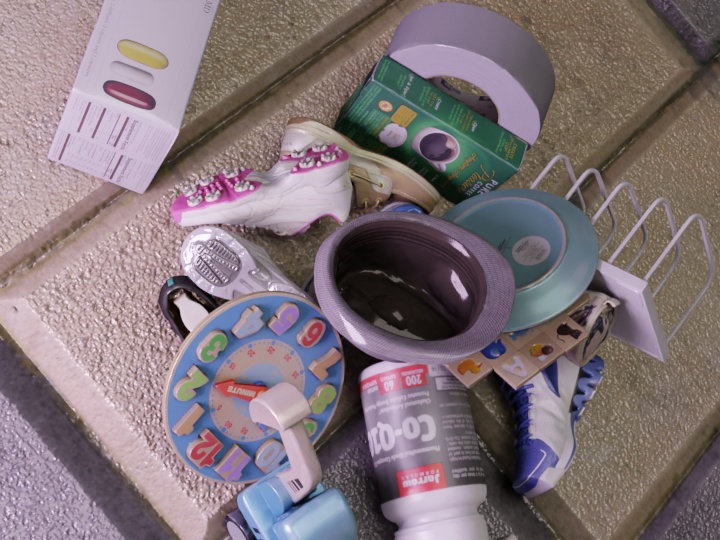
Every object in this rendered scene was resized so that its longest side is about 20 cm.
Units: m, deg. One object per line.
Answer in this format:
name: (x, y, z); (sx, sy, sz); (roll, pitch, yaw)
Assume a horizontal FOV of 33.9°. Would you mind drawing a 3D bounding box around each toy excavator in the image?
toy excavator: (-0.057, 0.212, 1.115); (0.099, 0.200, 0.196); (-28, 84, -30)

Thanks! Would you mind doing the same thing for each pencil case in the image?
pencil case: (0.186, 0.028, 1.286); (0.199, 0.090, 0.077); (29, 30, 34)

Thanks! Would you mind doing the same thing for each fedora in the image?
fedora: (0.047, 0.032, 1.176); (0.197, 0.091, 0.178); (14, 54, 1)

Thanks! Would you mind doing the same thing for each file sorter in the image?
file sorter: (0.278, -0.022, 1.318); (0.199, 0.139, 0.125); (30, 72, 39)

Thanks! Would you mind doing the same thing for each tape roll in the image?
tape roll: (0.119, -0.210, 1.352); (0.199, 0.200, 0.067); (29, 62, -12)

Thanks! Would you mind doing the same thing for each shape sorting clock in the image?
shape sorting clock: (-0.100, 0.117, 1.151); (0.198, 0.039, 0.202); (-13, 118, -26)

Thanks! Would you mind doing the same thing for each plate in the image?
plate: (0.152, -0.021, 1.252); (0.197, 0.026, 0.202); (-9, 47, 10)

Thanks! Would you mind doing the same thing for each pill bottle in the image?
pill bottle: (0.068, 0.195, 1.228); (0.113, 0.114, 0.203); (-3, 72, -25)

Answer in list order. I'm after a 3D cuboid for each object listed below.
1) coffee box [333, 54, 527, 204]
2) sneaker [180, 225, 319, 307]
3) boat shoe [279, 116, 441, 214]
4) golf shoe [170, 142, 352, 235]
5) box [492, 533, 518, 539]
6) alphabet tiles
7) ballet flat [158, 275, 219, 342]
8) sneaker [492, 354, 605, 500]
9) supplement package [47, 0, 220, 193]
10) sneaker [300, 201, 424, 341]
coffee box: (0.079, -0.154, 1.361); (0.199, 0.123, 0.044); (29, 59, -10)
sneaker: (-0.096, 0.022, 1.234); (0.078, 0.099, 0.200); (-41, 98, 12)
boat shoe: (-0.004, -0.102, 1.338); (0.198, 0.074, 0.067); (25, 78, -15)
golf shoe: (-0.101, -0.068, 1.263); (0.197, 0.076, 0.092); (-15, 120, -1)
box: (0.092, 0.361, 1.198); (0.199, 0.078, 0.096); (-26, 82, -30)
alphabet tiles: (0.134, 0.038, 1.233); (0.166, 0.006, 0.200); (-33, 49, -18)
ballet flat: (-0.139, 0.091, 1.198); (0.068, 0.068, 0.200); (-41, 89, -6)
sneaker: (0.191, 0.149, 1.329); (0.114, 0.081, 0.200); (33, 54, -6)
supplement package: (-0.229, -0.212, 1.221); (0.110, 0.156, 0.202); (20, 64, -16)
sneaker: (0.000, 0.000, 1.270); (0.077, 0.085, 0.201); (39, 79, -6)
